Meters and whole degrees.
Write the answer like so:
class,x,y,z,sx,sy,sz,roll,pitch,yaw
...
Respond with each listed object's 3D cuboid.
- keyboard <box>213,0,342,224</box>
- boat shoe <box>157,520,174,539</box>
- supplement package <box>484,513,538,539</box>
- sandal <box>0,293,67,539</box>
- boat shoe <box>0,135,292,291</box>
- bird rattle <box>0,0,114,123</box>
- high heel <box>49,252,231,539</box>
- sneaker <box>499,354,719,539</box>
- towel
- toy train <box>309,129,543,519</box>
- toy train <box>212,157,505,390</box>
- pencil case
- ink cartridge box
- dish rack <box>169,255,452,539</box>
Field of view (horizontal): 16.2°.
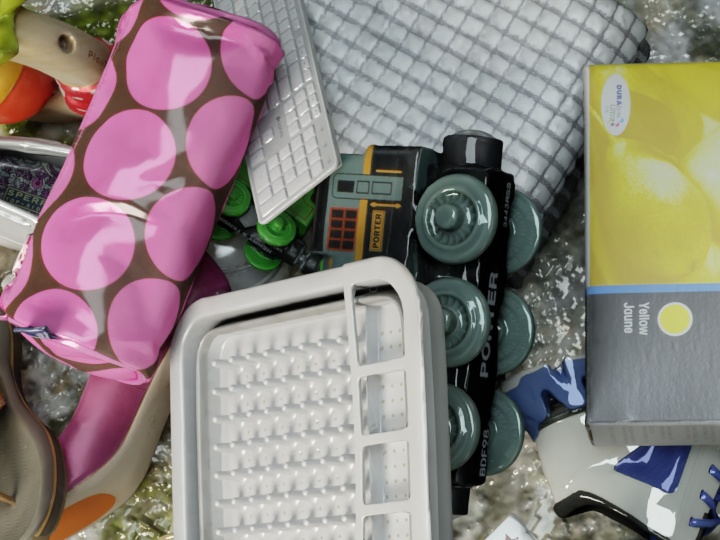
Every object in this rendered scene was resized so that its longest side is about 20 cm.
class,x,y,z,sx,sy,sz,roll,pitch,yaw
keyboard,-0.048,-0.111,1.362,0.056,0.011,0.201,-32,45,20
boat shoe,-0.060,0.118,1.357,0.073,0.063,0.201,20,75,13
supplement package,0.079,0.214,1.234,0.109,0.200,0.114,-43,71,-8
sandal,-0.209,0.081,1.356,0.082,0.054,0.201,-40,45,25
boat shoe,-0.135,-0.034,1.415,0.199,0.069,0.072,21,75,13
bird rattle,-0.181,-0.122,1.410,0.199,0.163,0.113,11,80,-36
high heel,-0.147,0.070,1.374,0.200,0.067,0.096,-42,69,12
sneaker,0.181,0.092,1.334,0.198,0.081,0.116,-13,79,3
towel,0.040,-0.104,1.410,0.199,0.086,0.166,29,81,16
toy train,0.027,0.026,1.308,0.113,0.085,0.201,4,88,28
toy train,0.000,0.000,1.382,0.199,0.042,0.057,33,56,-1
pencil case,-0.116,-0.046,1.315,0.093,0.091,0.201,22,82,13
ink cartridge box,0.214,-0.011,1.293,0.199,0.047,0.199,-3,70,10
dish rack,-0.020,0.089,1.256,0.199,0.043,0.173,-12,77,48
